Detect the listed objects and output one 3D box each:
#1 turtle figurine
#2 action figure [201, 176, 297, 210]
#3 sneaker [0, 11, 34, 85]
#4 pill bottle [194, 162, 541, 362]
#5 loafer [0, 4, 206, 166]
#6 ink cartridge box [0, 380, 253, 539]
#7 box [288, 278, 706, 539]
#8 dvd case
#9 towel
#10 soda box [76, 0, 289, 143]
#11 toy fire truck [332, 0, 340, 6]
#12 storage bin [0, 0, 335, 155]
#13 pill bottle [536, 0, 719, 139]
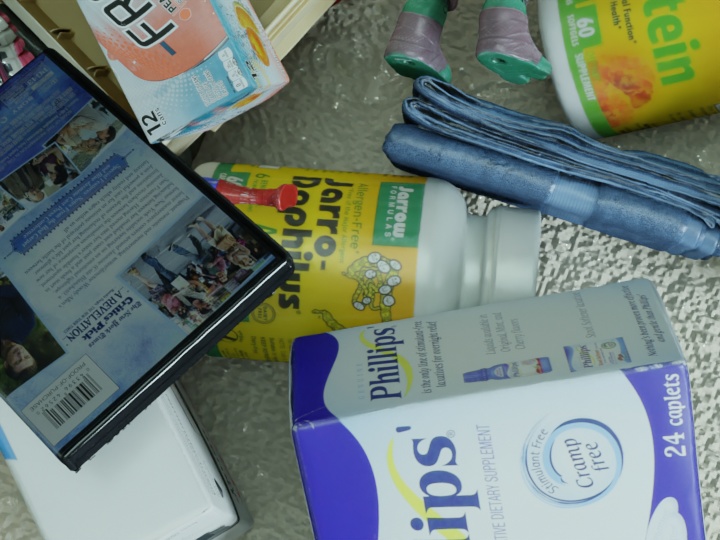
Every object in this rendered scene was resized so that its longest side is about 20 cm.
[{"bbox_3d":[0.075,-0.205,0.903,0.101,0.150,0.200,19,80,-31],"label":"turtle figurine"},{"bbox_3d":[-0.137,-0.031,0.876,0.200,0.052,0.066,7,103,13],"label":"action figure"},{"bbox_3d":[-0.220,-0.108,0.900,0.075,0.081,0.200,-47,121,-15],"label":"sneaker"},{"bbox_3d":[0.000,0.000,0.940,0.200,0.113,0.113,5,80,5],"label":"pill bottle"},{"bbox_3d":[-0.172,-0.129,1.005,0.200,0.075,0.070,38,58,5],"label":"loafer"},{"bbox_3d":[-0.133,0.091,0.890,0.084,0.200,0.145,-28,79,-4],"label":"ink cartridge box"},{"bbox_3d":[0.075,0.119,0.874,0.200,0.105,0.184,-10,114,3],"label":"box"},{"bbox_3d":[-0.147,-0.013,0.805,0.143,0.018,0.200,-42,60,-13],"label":"dvd case"},{"bbox_3d":[0.115,-0.056,0.937,0.200,0.112,0.049,17,88,4],"label":"towel"},{"bbox_3d":[-0.113,-0.165,0.817,0.064,0.068,0.200,-27,92,16],"label":"soda box"},{"bbox_3d":[-0.086,-0.214,0.984,0.200,0.112,0.168,30,84,8],"label":"toy fire truck"},{"bbox_3d":[-0.114,-0.194,0.898,0.200,0.094,0.199,45,104,3],"label":"storage bin"},{"bbox_3d":[0.209,-0.147,0.922,0.200,0.111,0.111,-11,79,22],"label":"pill bottle"}]
